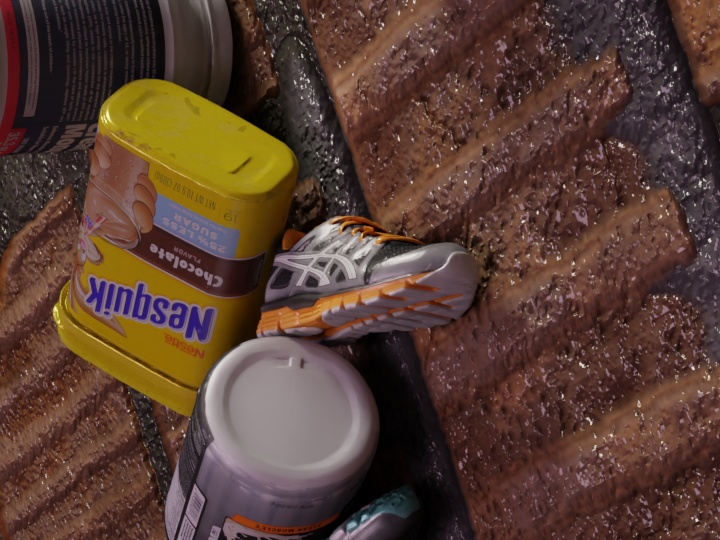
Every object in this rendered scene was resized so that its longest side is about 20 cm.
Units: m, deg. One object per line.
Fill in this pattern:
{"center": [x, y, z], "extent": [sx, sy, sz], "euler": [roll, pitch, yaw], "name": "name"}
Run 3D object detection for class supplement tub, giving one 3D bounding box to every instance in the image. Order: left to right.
{"center": [-0.203, -0.153, 1.762], "extent": [0.140, 0.199, 0.141], "euler": [15, 107, 57], "name": "supplement tub"}
{"center": [-0.064, 0.143, 1.695], "extent": [0.123, 0.122, 0.200], "euler": [61, 154, 26], "name": "supplement tub"}

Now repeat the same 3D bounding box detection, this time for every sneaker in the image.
{"center": [0.000, 0.000, 1.631], "extent": [0.199, 0.078, 0.078], "euler": [-12, 70, 49], "name": "sneaker"}
{"center": [0.011, 0.223, 1.685], "extent": [0.091, 0.077, 0.201], "euler": [44, 137, 19], "name": "sneaker"}

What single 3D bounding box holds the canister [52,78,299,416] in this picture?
{"center": [-0.126, -0.016, 1.740], "extent": [0.148, 0.087, 0.201], "euler": [28, 132, 15], "name": "canister"}
